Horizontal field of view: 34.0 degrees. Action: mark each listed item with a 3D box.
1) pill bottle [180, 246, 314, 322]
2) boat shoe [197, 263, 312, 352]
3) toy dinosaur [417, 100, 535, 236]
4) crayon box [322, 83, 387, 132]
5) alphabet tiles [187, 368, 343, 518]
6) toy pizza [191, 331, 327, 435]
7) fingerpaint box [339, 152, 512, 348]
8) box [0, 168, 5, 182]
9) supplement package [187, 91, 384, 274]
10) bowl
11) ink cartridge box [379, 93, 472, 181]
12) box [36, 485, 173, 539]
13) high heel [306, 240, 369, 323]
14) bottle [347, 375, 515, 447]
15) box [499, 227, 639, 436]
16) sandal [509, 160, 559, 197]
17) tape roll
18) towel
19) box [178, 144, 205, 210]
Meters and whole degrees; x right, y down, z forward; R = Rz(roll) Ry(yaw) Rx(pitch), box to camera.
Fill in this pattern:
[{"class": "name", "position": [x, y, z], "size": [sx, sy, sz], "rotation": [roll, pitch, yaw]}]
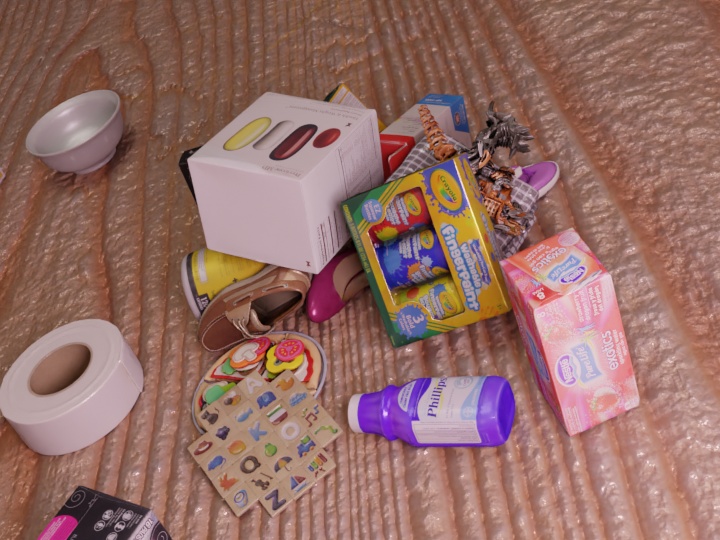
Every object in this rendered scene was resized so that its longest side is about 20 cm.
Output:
[{"class": "pill bottle", "position": [-0.150, 0.001, 1.695], "size": [0.197, 0.113, 0.113], "rotation": [-19, 37, 9]}, {"class": "boat shoe", "position": [-0.150, 0.056, 1.620], "size": [0.199, 0.076, 0.072], "rotation": [-38, 32, 23]}, {"class": "toy dinosaur", "position": [0.154, -0.139, 1.522], "size": [0.136, 0.200, 0.102], "rotation": [-45, 15, 0]}, {"class": "crayon box", "position": [0.003, -0.166, 1.777], "size": [0.051, 0.200, 0.126], "rotation": [-31, 20, 50]}, {"class": "alphabet tiles", "position": [-0.121, 0.213, 1.478], "size": [0.166, 0.006, 0.200], "rotation": [-38, 49, -11]}, {"class": "toy pizza", "position": [-0.139, 0.149, 1.578], "size": [0.197, 0.032, 0.202], "rotation": [-16, 38, 13]}, {"class": "fingerpaint box", "position": [0.088, -0.024, 1.490], "size": [0.165, 0.203, 0.073], "rotation": [-18, 5, 22]}, {"class": "box", "position": [-0.788, -0.218, 2.256], "size": [0.100, 0.202, 0.113], "rotation": [-9, 37, 18]}, {"class": "supplement package", "position": [-0.097, -0.126, 1.620], "size": [0.189, 0.149, 0.200], "rotation": [12, 40, 27]}, {"class": "bowl", "position": [-0.525, -0.248, 2.232], "size": [0.198, 0.091, 0.203], "rotation": [-17, 37, 13]}, {"class": "ink cartridge box", "position": [0.084, -0.164, 1.727], "size": [0.067, 0.118, 0.200], "rotation": [10, 37, 37]}, {"class": "box", "position": [-0.313, 0.371, 1.342], "size": [0.131, 0.116, 0.201], "rotation": [8, 49, 35]}, {"class": "high heel", "position": [0.000, 0.000, 1.642], "size": [0.095, 0.068, 0.201], "rotation": [-7, 36, 39]}, {"class": "bottle", "position": [0.082, 0.168, 1.397], "size": [0.197, 0.066, 0.084], "rotation": [-4, 40, 26]}, {"class": "box", "position": [0.235, 0.071, 1.312], "size": [0.094, 0.202, 0.103], "rotation": [-24, 37, -3]}, {"class": "sandal", "position": [0.190, -0.115, 1.689], "size": [0.200, 0.050, 0.083], "rotation": [-23, 37, 6]}, {"class": "tape roll", "position": [-0.414, 0.164, 1.687], "size": [0.199, 0.071, 0.204], "rotation": [-16, 37, 12]}, {"class": "towel", "position": [0.128, -0.081, 1.589], "size": [0.199, 0.086, 0.166], "rotation": [32, 60, 14]}, {"class": "box", "position": [-0.161, -0.134, 1.823], "size": [0.197, 0.160, 0.049], "rotation": [-16, 29, 14]}]
